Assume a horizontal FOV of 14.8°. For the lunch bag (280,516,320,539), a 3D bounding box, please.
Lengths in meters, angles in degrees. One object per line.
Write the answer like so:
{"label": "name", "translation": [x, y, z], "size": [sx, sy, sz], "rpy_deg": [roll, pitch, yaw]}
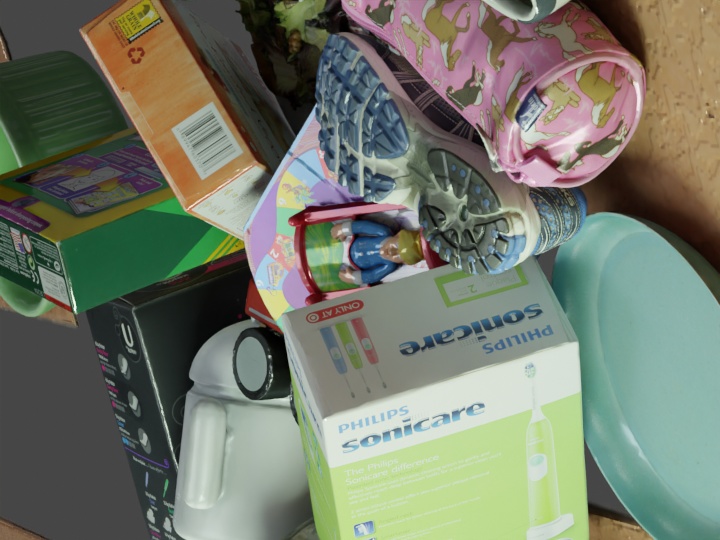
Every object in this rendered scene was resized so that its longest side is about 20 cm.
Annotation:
{"label": "lunch bag", "translation": [0.005, 0.252, 1.786], "size": [0.139, 0.168, 0.200], "rpy_deg": [43, 146, 46]}

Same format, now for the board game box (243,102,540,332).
{"label": "board game box", "translation": [0.011, -0.018, 1.570], "size": [0.158, 0.039, 0.200], "rpy_deg": [38, 117, 12]}

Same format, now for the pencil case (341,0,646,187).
{"label": "pencil case", "translation": [0.063, -0.126, 1.453], "size": [0.200, 0.086, 0.083], "rpy_deg": [49, 143, 41]}

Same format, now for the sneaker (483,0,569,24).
{"label": "sneaker", "translation": [0.033, -0.198, 1.395], "size": [0.200, 0.071, 0.073], "rpy_deg": [35, 137, 14]}

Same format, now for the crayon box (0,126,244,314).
{"label": "crayon box", "translation": [-0.162, -0.041, 1.903], "size": [0.200, 0.172, 0.058], "rpy_deg": [22, 128, 60]}

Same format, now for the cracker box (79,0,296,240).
{"label": "cracker box", "translation": [-0.089, -0.090, 1.724], "size": [0.134, 0.058, 0.200], "rpy_deg": [59, -173, 14]}

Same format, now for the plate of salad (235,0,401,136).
{"label": "plate of salad", "translation": [-0.030, -0.135, 1.700], "size": [0.200, 0.048, 0.200], "rpy_deg": [46, 147, 43]}

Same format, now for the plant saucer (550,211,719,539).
{"label": "plant saucer", "translation": [0.166, 0.060, 1.460], "size": [0.200, 0.027, 0.200], "rpy_deg": [48, 149, 41]}

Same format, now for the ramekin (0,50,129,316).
{"label": "ramekin", "translation": [-0.243, -0.073, 2.147], "size": [0.200, 0.098, 0.200], "rpy_deg": [46, 147, 42]}

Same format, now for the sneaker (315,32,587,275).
{"label": "sneaker", "translation": [0.047, -0.065, 1.500], "size": [0.200, 0.085, 0.077], "rpy_deg": [47, 133, 39]}

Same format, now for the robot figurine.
{"label": "robot figurine", "translation": [-0.063, 0.118, 1.839], "size": [0.113, 0.170, 0.200], "rpy_deg": [8, 92, 27]}

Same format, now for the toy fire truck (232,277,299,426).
{"label": "toy fire truck", "translation": [0.000, 0.000, 1.686], "size": [0.176, 0.129, 0.200], "rpy_deg": [27, 113, 50]}

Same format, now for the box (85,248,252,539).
{"label": "box", "translation": [-0.100, 0.093, 1.942], "size": [0.106, 0.122, 0.200], "rpy_deg": [14, 122, 63]}

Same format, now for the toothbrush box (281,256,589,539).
{"label": "toothbrush box", "translation": [0.045, 0.097, 1.554], "size": [0.200, 0.146, 0.086], "rpy_deg": [82, 169, -48]}
